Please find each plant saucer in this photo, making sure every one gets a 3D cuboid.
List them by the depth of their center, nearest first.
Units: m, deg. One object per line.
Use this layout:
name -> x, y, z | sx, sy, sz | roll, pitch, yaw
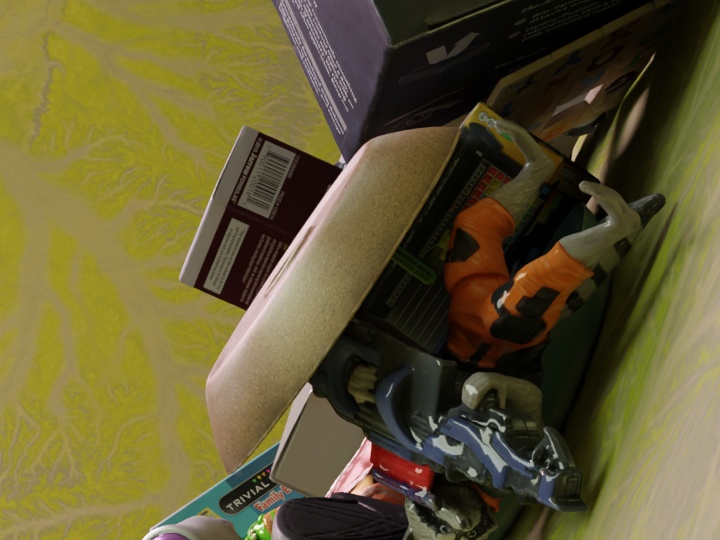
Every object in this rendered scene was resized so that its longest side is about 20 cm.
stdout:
plant saucer -> -0.021, 0.005, 1.368 | 0.201, 0.035, 0.200 | -55, 4, 6
plant saucer -> 0.083, 0.063, 1.439 | 0.200, 0.027, 0.201 | -156, 90, -87

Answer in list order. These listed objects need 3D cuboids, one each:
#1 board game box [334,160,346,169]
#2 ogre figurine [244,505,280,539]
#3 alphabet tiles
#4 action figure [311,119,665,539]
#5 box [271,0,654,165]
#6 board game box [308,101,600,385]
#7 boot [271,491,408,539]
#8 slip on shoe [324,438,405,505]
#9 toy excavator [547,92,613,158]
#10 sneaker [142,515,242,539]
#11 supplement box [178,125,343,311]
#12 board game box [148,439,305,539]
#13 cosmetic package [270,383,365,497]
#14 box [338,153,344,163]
board game box -> 0.043, -0.031, 1.815 | 0.200, 0.134, 0.028 | -139, 73, -87
ogre figurine -> -0.046, 0.219, 1.892 | 0.120, 0.199, 0.099 | -51, 57, 40
alphabet tiles -> 0.084, -0.083, 1.558 | 0.199, 0.008, 0.167 | -28, -11, -20
action figure -> 0.075, 0.049, 1.287 | 0.200, 0.104, 0.195 | 35, 106, 51
box -> 0.069, -0.167, 1.518 | 0.196, 0.118, 0.200 | -22, -12, -13
board game box -> 0.052, 0.001, 1.495 | 0.166, 0.057, 0.200 | -57, -10, 5
boot -> -0.015, 0.198, 1.484 | 0.204, 0.073, 0.155 | 4, -80, -80
slip on shoe -> 0.015, 0.144, 1.664 | 0.201, 0.074, 0.061 | -63, 6, -11
toy excavator -> 0.062, -0.150, 1.712 | 0.100, 0.199, 0.195 | -74, 7, -69
sneaker -> -0.058, 0.231, 1.627 | 0.074, 0.201, 0.100 | -21, 0, 20
supplement box -> 0.000, 0.000, 1.707 | 0.109, 0.199, 0.061 | 119, 175, -59
board game box -> -0.070, 0.187, 1.989 | 0.200, 0.047, 0.151 | -33, -24, -33
cosmetic package -> 0.013, 0.080, 1.820 | 0.200, 0.103, 0.073 | -76, 11, -66
box -> 0.052, -0.073, 2.038 | 0.200, 0.124, 0.098 | 117, 175, -60
